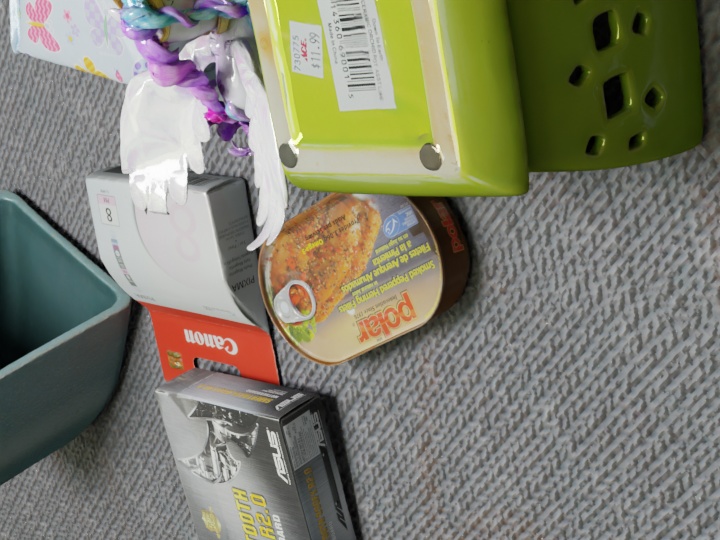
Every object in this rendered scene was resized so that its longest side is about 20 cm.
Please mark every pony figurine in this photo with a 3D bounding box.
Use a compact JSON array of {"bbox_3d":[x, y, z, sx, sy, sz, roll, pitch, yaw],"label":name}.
[{"bbox_3d":[-0.077,-0.129,0.920,0.166,0.200,0.193,11,117,42],"label":"pony figurine"}]

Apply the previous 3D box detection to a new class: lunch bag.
[{"bbox_3d":[-0.169,-0.243,1.021,0.169,0.127,0.200,20,116,36],"label":"lunch bag"}]

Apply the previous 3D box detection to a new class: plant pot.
[{"bbox_3d":[0.053,-0.142,0.795,0.199,0.181,0.200,6,112,45],"label":"plant pot"},{"bbox_3d":[-0.341,0.085,1.318,0.196,0.196,0.200,38,142,27],"label":"plant pot"}]

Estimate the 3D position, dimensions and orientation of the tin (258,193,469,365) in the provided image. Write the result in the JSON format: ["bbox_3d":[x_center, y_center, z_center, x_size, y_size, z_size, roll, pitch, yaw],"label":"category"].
[{"bbox_3d":[0.000,0.000,1.027,0.200,0.042,0.112,-27,84,49],"label":"tin"}]

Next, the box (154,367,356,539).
[{"bbox_3d":[-0.080,0.187,1.181,0.158,0.048,0.200,7,118,43],"label":"box"}]

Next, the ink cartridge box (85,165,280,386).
[{"bbox_3d":[-0.146,0.017,1.179,0.162,0.057,0.200,9,110,43],"label":"ink cartridge box"}]
